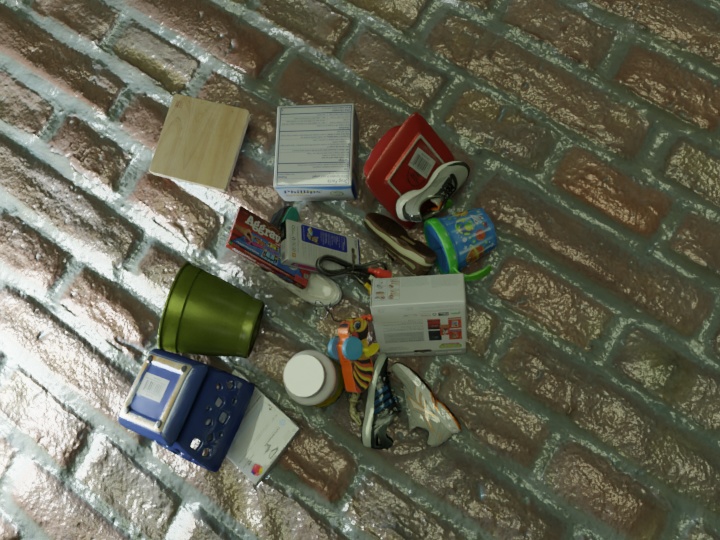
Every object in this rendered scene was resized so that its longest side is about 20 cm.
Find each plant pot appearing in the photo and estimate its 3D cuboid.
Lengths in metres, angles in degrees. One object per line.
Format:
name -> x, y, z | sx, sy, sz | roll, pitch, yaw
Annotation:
plant pot -> -0.319, 0.106, 1.608 | 0.190, 0.200, 0.203 | 17, 81, -1
plant pot -> -0.373, 0.279, 1.528 | 0.198, 0.180, 0.202 | 10, 70, 36

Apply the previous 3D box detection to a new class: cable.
cable -> 0.000, 0.000, 1.605 | 0.199, 0.050, 0.098 | 29, 71, -26

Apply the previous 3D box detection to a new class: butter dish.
butter dish -> 0.085, -0.233, 1.636 | 0.200, 0.200, 0.147 | -54, 41, -4

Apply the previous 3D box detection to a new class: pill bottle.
pill bottle -> -0.099, 0.227, 1.533 | 0.111, 0.200, 0.114 | -2, 78, 8

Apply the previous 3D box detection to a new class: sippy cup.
sippy cup -> 0.222, -0.070, 1.595 | 0.129, 0.140, 0.180 | -23, 96, -9

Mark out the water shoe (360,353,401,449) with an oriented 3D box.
water shoe -> 0.052, 0.282, 1.573 | 0.078, 0.072, 0.203 | 9, 87, 6

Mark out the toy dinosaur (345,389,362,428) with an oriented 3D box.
toy dinosaur -> -0.007, 0.235, 1.577 | 0.047, 0.088, 0.203 | 8, 80, -1

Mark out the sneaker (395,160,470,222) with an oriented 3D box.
sneaker -> 0.170, -0.165, 1.583 | 0.199, 0.075, 0.079 | -39, 37, -20

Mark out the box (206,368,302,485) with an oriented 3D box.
box -> -0.250, 0.343, 1.613 | 0.199, 0.041, 0.156 | 38, 87, 15

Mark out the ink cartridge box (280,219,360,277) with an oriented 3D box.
ink cartridge box -> -0.087, -0.044, 1.620 | 0.198, 0.037, 0.096 | 13, 62, -34

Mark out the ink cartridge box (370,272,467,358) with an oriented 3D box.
ink cartridge box -> 0.128, 0.100, 1.573 | 0.197, 0.177, 0.085 | -3, 45, 7

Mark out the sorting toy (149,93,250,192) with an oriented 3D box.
sorting toy -> -0.375, -0.297, 1.750 | 0.196, 0.070, 0.203 | 14, 80, 10

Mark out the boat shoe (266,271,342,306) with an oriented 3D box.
boat shoe -> -0.135, 0.020, 1.649 | 0.198, 0.070, 0.072 | 28, 83, 13

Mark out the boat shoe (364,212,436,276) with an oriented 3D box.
boat shoe -> 0.076, -0.051, 1.634 | 0.202, 0.074, 0.076 | 40, 124, 30

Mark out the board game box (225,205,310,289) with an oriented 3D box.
board game box -> -0.190, -0.048, 1.572 | 0.199, 0.019, 0.104 | 30, 49, -26

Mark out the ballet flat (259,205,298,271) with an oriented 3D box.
ballet flat -> -0.200, -0.068, 1.647 | 0.072, 0.074, 0.201 | 13, 48, 10

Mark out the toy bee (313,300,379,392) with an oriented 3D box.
toy bee -> -0.008, 0.141, 1.495 | 0.108, 0.203, 0.130 | -28, 35, -35

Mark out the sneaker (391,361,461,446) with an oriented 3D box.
sneaker -> 0.120, 0.287, 1.558 | 0.092, 0.076, 0.200 | -41, 75, 2

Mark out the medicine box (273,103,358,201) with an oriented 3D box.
medicine box -> -0.099, -0.271, 1.688 | 0.179, 0.103, 0.203 | 0, 79, 8
